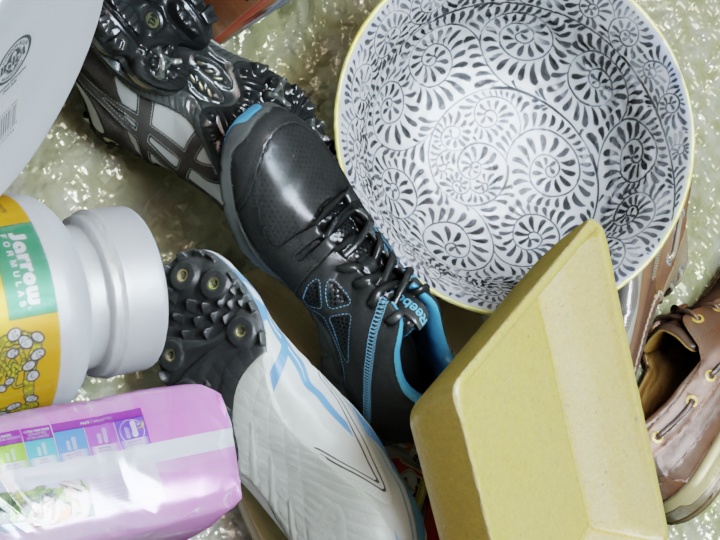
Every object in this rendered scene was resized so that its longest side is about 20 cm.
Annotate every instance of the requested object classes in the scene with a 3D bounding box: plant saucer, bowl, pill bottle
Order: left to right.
[{"bbox_3d":[-0.199,0.024,1.182,0.199,0.113,0.114,-9,80,-29],"label":"pill bottle"},{"bbox_3d":[0.077,-0.068,1.348,0.199,0.094,0.203,1,82,-9],"label":"bowl"},{"bbox_3d":[0.087,0.102,1.239,0.200,0.048,0.202,-44,125,-54],"label":"plant saucer"}]

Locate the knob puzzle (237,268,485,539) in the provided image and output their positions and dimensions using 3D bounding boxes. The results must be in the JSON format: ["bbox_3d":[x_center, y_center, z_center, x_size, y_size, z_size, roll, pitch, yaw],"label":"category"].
[{"bbox_3d":[-0.003,0.077,1.315,0.218,0.030,0.222,8,70,-25],"label":"knob puzzle"}]

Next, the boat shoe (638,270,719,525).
[{"bbox_3d":[0.201,0.046,1.405,0.067,0.072,0.201,37,65,-16],"label":"boat shoe"}]

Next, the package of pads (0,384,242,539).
[{"bbox_3d":[-0.167,0.112,1.168,0.199,0.120,0.076,-10,75,-29],"label":"package of pads"}]

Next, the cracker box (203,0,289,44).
[{"bbox_3d":[-0.018,-0.195,1.324,0.200,0.134,0.058,-37,94,-30],"label":"cracker box"}]

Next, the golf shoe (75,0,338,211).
[{"bbox_3d":[-0.088,-0.082,1.287,0.200,0.094,0.078,52,56,-22],"label":"golf shoe"}]

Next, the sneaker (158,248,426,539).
[{"bbox_3d":[-0.038,0.077,1.249,0.201,0.072,0.072,55,18,8],"label":"sneaker"}]

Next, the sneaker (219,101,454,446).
[{"bbox_3d":[0.000,0.000,1.246,0.073,0.082,0.201,-43,114,-32],"label":"sneaker"}]

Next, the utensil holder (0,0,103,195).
[{"bbox_3d":[-0.240,-0.135,1.134,0.199,0.170,0.171,27,62,10],"label":"utensil holder"}]

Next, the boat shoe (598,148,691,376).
[{"bbox_3d":[0.156,-0.009,1.399,0.071,0.075,0.202,23,71,-34],"label":"boat shoe"}]
